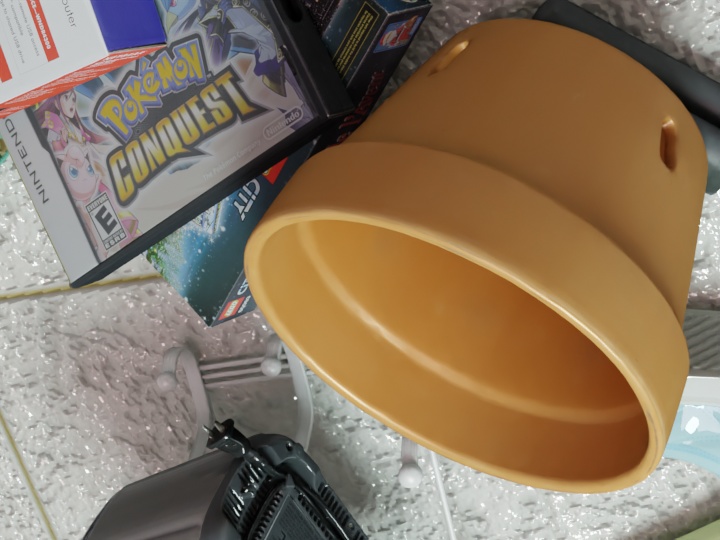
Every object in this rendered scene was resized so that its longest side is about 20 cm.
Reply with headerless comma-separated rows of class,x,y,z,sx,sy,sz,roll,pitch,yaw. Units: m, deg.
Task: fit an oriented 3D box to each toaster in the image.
toaster,-0.067,0.174,0.897,0.128,0.114,0.201,-20,117,33

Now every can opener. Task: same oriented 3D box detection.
can opener,0.166,-0.070,0.787,0.199,0.053,0.067,27,140,5

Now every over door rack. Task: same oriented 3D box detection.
over door rack,-0.019,0.129,0.958,0.146,0.067,0.202,-8,116,23

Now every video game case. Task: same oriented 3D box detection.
video game case,-0.114,-0.112,0.820,0.199,0.025,0.182,-29,85,39

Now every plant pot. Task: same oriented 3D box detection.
plant pot,0.067,-0.014,0.760,0.199,0.141,0.201,25,153,13

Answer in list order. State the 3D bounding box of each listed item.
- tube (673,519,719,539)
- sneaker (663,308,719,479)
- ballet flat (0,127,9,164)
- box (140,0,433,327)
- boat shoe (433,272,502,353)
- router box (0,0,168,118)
tube,0.195,0.163,0.922,0.200,0.052,0.059,-37,62,35
sneaker,0.212,0.071,0.851,0.198,0.074,0.083,9,131,23
ballet flat,-0.243,-0.026,0.934,0.071,0.067,0.201,53,125,24
box,-0.066,-0.091,0.831,0.137,0.038,0.201,45,125,17
boat shoe,0.000,0.000,0.875,0.198,0.065,0.072,23,128,8
router box,-0.201,-0.169,0.808,0.178,0.049,0.202,-16,93,31
